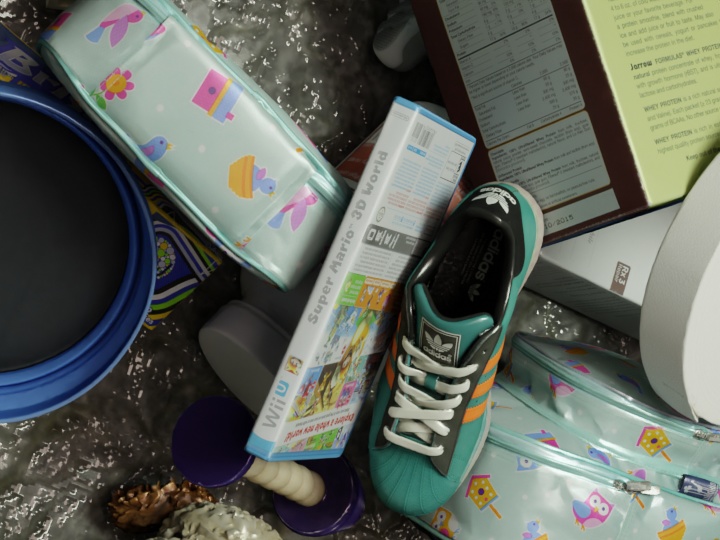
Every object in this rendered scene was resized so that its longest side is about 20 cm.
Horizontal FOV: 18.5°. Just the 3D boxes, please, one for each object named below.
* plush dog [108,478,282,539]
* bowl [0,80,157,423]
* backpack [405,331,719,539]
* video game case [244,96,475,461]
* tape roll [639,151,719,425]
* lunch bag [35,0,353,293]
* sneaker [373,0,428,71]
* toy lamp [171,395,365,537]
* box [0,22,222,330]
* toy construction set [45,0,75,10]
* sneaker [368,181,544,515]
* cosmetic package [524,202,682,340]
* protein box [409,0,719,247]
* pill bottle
[{"bbox_3d":[-0.107,0.212,1.268,0.172,0.200,0.161,-48,142,-8],"label":"plush dog"},{"bbox_3d":[-0.212,-0.012,1.227,0.199,0.039,0.202,-2,114,-4],"label":"bowl"},{"bbox_3d":[0.125,0.123,1.358,0.199,0.176,0.154,9,102,-24],"label":"backpack"},{"bbox_3d":[0.003,0.009,1.212,0.018,0.143,0.201,24,93,15],"label":"video game case"},{"bbox_3d":[0.240,-0.004,1.286,0.202,0.037,0.204,-29,136,-32],"label":"tape roll"},{"bbox_3d":[-0.091,-0.082,1.222,0.077,0.160,0.200,-44,98,0],"label":"lunch bag"},{"bbox_3d":[0.098,-0.172,1.416,0.200,0.075,0.082,-33,101,-24],"label":"sneaker"},{"bbox_3d":[-0.046,0.118,1.292,0.200,0.058,0.058,42,64,-64],"label":"toy lamp"},{"bbox_3d":[-0.171,-0.060,1.271,0.200,0.070,0.064,40,109,-19],"label":"box"},{"bbox_3d":[-0.119,-0.237,1.300,0.131,0.092,0.201,9,87,-34],"label":"toy construction set"},{"bbox_3d":[0.044,0.045,1.243,0.071,0.080,0.201,19,98,15],"label":"sneaker"},{"bbox_3d":[0.188,-0.019,1.455,0.199,0.081,0.113,22,77,-23],"label":"cosmetic package"},{"bbox_3d":[0.157,-0.136,1.317,0.198,0.135,0.201,-17,88,-40],"label":"protein box"},{"bbox_3d":[0.000,0.000,1.343,0.200,0.112,0.112,-45,107,-20],"label":"pill bottle"}]
